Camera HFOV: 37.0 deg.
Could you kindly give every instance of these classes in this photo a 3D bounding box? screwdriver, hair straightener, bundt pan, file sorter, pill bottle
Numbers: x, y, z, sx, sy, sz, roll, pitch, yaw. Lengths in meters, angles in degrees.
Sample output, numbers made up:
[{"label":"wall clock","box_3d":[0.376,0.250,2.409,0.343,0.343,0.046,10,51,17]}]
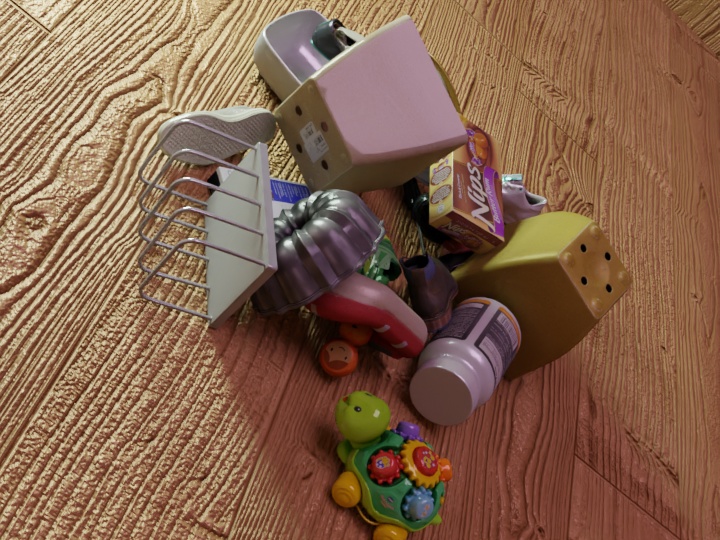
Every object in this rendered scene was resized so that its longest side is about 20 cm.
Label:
[{"label":"screwdriver","box_3d":[0.096,-0.067,1.741,0.029,0.028,0.201,46,30,-60]},{"label":"hair straightener","box_3d":[0.205,-0.032,1.785,0.199,0.077,0.041,-18,48,-38]},{"label":"bundt pan","box_3d":[-0.071,-0.034,1.364,0.076,0.201,0.202,58,32,-20]},{"label":"file sorter","box_3d":[-0.196,-0.060,1.320,0.124,0.139,0.201,19,46,-32]},{"label":"pill bottle","box_3d":[0.149,0.129,1.539,0.116,0.116,0.200,48,36,-2]}]

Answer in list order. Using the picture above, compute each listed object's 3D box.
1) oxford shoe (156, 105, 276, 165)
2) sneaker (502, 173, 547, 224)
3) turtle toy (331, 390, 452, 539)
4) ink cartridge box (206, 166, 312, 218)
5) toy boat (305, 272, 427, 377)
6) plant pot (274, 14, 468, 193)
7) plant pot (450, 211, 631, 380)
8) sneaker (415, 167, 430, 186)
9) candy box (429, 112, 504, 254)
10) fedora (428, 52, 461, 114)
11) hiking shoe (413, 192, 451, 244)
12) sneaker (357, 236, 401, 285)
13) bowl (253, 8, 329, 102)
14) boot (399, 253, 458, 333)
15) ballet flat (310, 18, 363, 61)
[{"label":"oxford shoe","box_3d":[-0.205,-0.192,1.501,0.058,0.076,0.199,22,28,38]},{"label":"sneaker","box_3d":[0.245,-0.148,1.912,0.199,0.088,0.076,25,44,-31]},{"label":"turtle toy","box_3d":[0.036,0.237,1.331,0.200,0.101,0.146,48,36,-4]},{"label":"ink cartridge box","box_3d":[-0.116,-0.082,1.509,0.199,0.039,0.100,8,53,-42]},{"label":"toy boat","box_3d":[-0.009,0.080,1.419,0.131,0.130,0.200,-59,140,-10]},{"label":"plant pot","box_3d":[-0.003,-0.216,1.540,0.177,0.200,0.201,-24,88,-33]},{"label":"plant pot","box_3d":[0.294,0.024,1.655,0.194,0.200,0.196,-39,99,-37]},{"label":"sneaker","box_3d":[0.111,-0.179,1.747,0.199,0.071,0.073,17,80,-14]},{"label":"candy box","box_3d":[0.165,-0.138,1.682,0.116,0.056,0.201,29,48,-32]},{"label":"fedora","box_3d":[0.087,-0.271,1.798,0.082,0.201,0.201,-25,76,-24]},{"label":"hiking shoe","box_3d":[0.135,-0.089,1.758,0.200,0.074,0.087,23,24,-54]},{"label":"sneaker","box_3d":[0.000,0.000,1.529,0.084,0.074,0.200,53,35,11]},{"label":"bowl","box_3d":[-0.076,-0.312,1.726,0.200,0.075,0.200,50,35,-2]},{"label":"boot","box_3d":[0.100,0.002,1.587,0.200,0.074,0.097,-87,163,-64]},{"label":"ballet flat","box_3d":[0.009,-0.322,1.706,0.200,0.073,0.073,43,36,-10]}]
